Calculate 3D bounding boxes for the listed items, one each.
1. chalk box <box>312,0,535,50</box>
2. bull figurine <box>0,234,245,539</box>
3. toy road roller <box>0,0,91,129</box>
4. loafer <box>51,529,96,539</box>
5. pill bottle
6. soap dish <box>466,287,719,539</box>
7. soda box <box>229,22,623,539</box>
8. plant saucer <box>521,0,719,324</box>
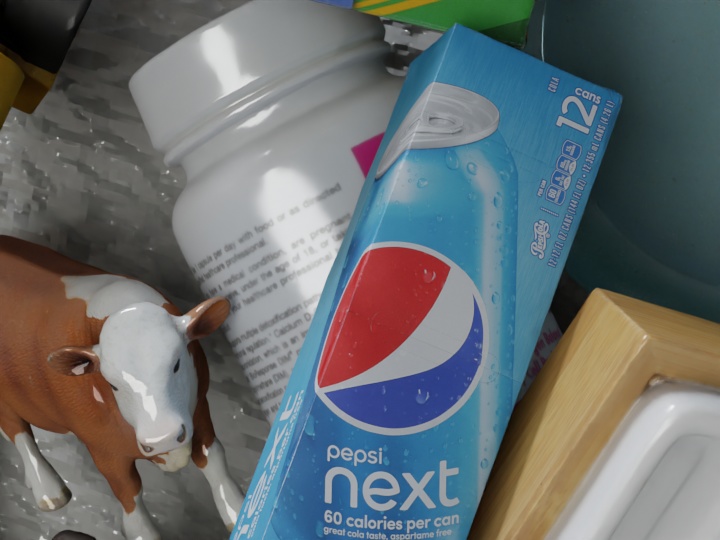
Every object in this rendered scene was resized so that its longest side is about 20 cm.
[{"bbox_3d":[-0.033,-0.166,0.764,0.198,0.125,0.125,11,108,-12],"label":"chalk box"},{"bbox_3d":[-0.099,0.044,0.868,0.200,0.065,0.122,27,139,53],"label":"bull figurine"},{"bbox_3d":[-0.177,-0.077,0.836,0.122,0.200,0.147,26,83,-11],"label":"toy road roller"},{"bbox_3d":[-0.102,0.189,0.905,0.073,0.071,0.201,21,135,28],"label":"loafer"},{"bbox_3d":[0.000,0.000,0.836,0.113,0.113,0.201,-28,89,27],"label":"pill bottle"},{"bbox_3d":[0.122,0.094,0.766,0.158,0.199,0.081,-59,35,23],"label":"soap dish"},{"bbox_3d":[0.017,0.027,0.742,0.064,0.068,0.202,22,80,-8],"label":"soda box"},{"bbox_3d":[0.127,-0.073,0.790,0.199,0.027,0.202,12,110,36],"label":"plant saucer"}]
